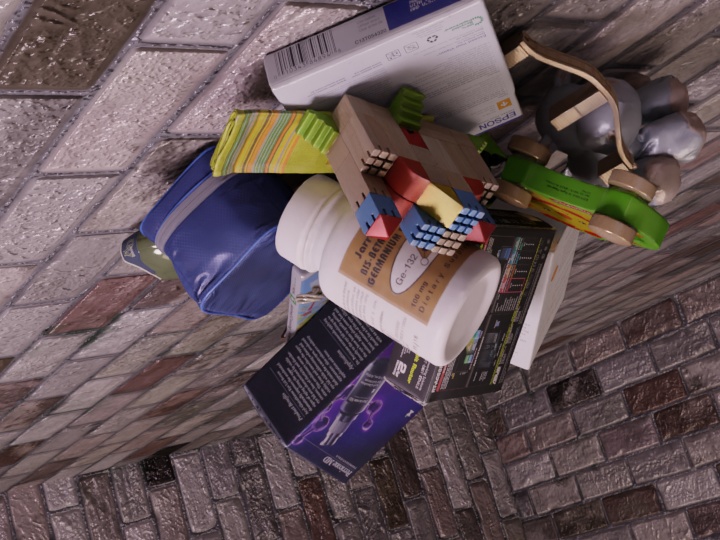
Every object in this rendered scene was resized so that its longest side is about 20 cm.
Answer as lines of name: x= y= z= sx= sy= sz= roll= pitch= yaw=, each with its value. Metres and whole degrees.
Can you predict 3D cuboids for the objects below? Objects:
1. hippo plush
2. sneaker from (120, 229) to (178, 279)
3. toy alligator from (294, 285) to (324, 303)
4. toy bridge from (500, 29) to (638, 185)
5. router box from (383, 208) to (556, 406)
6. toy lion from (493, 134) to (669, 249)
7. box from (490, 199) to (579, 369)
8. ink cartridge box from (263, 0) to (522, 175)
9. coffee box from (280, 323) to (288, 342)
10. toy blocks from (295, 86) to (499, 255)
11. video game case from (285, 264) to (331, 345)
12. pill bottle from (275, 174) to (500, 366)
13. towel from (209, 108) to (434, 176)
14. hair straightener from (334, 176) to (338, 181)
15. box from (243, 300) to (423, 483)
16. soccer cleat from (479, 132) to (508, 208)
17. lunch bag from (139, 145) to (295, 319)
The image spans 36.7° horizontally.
hippo plush: x=0.268 y=-0.173 z=1.206 sx=0.198 sy=0.162 sz=0.160 roll=6 pitch=163 yaw=44
sneaker: x=-0.207 y=-0.023 z=1.284 sx=0.088 sy=0.068 sz=0.200 roll=-12 pitch=170 yaw=20
toy alligator: x=0.003 y=-0.010 z=1.131 sx=0.059 sy=0.055 sz=0.198 roll=0 pitch=-171 yaw=42
toy bridge: x=0.219 y=-0.166 z=1.082 sx=0.067 sy=0.027 sz=0.200 roll=-30 pitch=122 yaw=33
router box: x=0.117 y=0.035 z=1.152 sx=0.062 sy=0.203 sz=0.149 roll=27 pitch=-164 yaw=36
toy lion: x=0.238 y=-0.067 z=1.149 sx=0.198 sy=0.070 sz=0.191 roll=25 pitch=180 yaw=38
box: x=0.204 y=-0.007 z=1.380 sx=0.153 sy=0.105 sz=0.202 roll=-53 pitch=155 yaw=-43
ink cartridge box: x=0.037 y=-0.167 z=0.990 sx=0.194 sy=0.044 sz=0.200 roll=-21 pitch=155 yaw=10
coffee box: x=-0.001 y=0.027 z=1.374 sx=0.114 sy=0.202 sz=0.080 roll=34 pitch=164 yaw=-14
toy blocks: x=0.054 y=-0.075 z=0.952 sx=0.198 sy=0.138 sz=0.100 roll=11 pitch=129 yaw=-38
video game case: x=0.000 y=0.000 z=1.240 sx=0.199 sy=0.022 sz=0.183 roll=-33 pitch=157 yaw=-24
pill bottle: x=0.023 y=-0.007 z=1.025 sx=0.115 sy=0.198 sz=0.115 roll=-49 pitch=158 yaw=-28
towel: x=-0.034 y=-0.114 z=0.989 sx=0.197 sy=0.018 sz=0.086 roll=-2 pitch=152 yaw=-26
hair straightener: x=0.044 y=-0.089 z=1.300 sx=0.198 sy=0.078 sz=0.041 roll=-5 pitch=163 yaw=-44
box: x=-0.007 y=0.122 z=1.235 sx=0.200 sy=0.104 sz=0.148 roll=-45 pitch=142 yaw=3
soccer cleat: x=0.103 y=-0.080 z=1.165 sx=0.067 sy=0.081 sz=0.201 roll=-40 pitch=-165 yaw=54
lunch bag: x=-0.128 y=-0.043 z=1.144 sx=0.136 sy=0.133 sz=0.200 roll=-43 pitch=163 yaw=8
